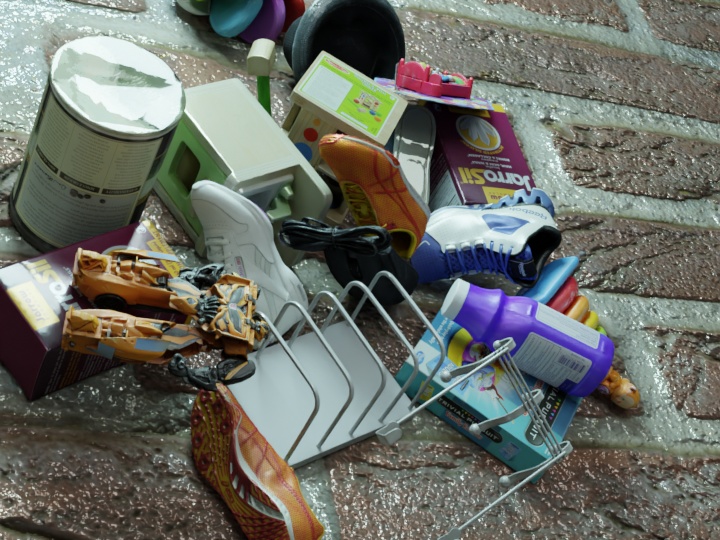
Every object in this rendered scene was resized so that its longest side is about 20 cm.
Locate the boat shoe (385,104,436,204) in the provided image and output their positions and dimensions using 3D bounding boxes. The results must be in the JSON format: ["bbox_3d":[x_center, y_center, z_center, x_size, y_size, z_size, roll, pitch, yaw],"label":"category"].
[{"bbox_3d":[0.047,-0.112,1.715,0.074,0.062,0.202,12,72,-11],"label":"boat shoe"}]

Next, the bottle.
[{"bbox_3d":[0.190,0.073,1.554,0.198,0.084,0.066,26,49,-5],"label":"bottle"}]

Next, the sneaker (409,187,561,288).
[{"bbox_3d":[0.157,-0.027,1.627,0.197,0.081,0.115,-19,35,-4],"label":"sneaker"}]

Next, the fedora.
[{"bbox_3d":[-0.034,-0.295,1.822,0.199,0.203,0.091,-15,26,-39],"label":"fedora"}]

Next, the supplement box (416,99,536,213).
[{"bbox_3d":[0.140,-0.122,1.770,0.130,0.104,0.201,5,48,-27],"label":"supplement box"}]

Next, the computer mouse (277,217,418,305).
[{"bbox_3d":[0.000,0.000,1.551,0.137,0.200,0.053,5,73,27],"label":"computer mouse"}]

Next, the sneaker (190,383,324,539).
[{"bbox_3d":[-0.108,0.201,1.353,0.077,0.073,0.201,7,47,-56],"label":"sneaker"}]

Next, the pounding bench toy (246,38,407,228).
[{"bbox_3d":[-0.073,-0.171,1.646,0.199,0.157,0.125,30,35,-3],"label":"pounding bench toy"}]

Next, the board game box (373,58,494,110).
[{"bbox_3d":[0.097,-0.246,1.741,0.156,0.039,0.200,11,13,0],"label":"board game box"}]

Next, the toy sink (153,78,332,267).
[{"bbox_3d":[-0.149,-0.100,1.560,0.111,0.131,0.200,-20,63,-41],"label":"toy sink"}]

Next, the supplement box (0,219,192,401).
[{"bbox_3d":[-0.276,0.037,1.384,0.199,0.086,0.111,-23,64,-42],"label":"supplement box"}]

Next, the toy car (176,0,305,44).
[{"bbox_3d":[-0.144,-0.383,1.838,0.200,0.174,0.151,-36,109,-47],"label":"toy car"}]

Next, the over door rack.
[{"bbox_3d":[0.117,0.184,1.445,0.199,0.066,0.149,-34,97,-27],"label":"over door rack"}]

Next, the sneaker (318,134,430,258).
[{"bbox_3d":[0.017,-0.083,1.537,0.200,0.072,0.078,45,57,-40],"label":"sneaker"}]

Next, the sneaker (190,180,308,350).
[{"bbox_3d":[-0.131,-0.004,1.467,0.100,0.074,0.201,-46,116,-33],"label":"sneaker"}]

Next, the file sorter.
[{"bbox_3d":[-0.027,0.099,1.443,0.199,0.125,0.139,-17,60,-41],"label":"file sorter"}]

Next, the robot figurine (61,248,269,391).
[{"bbox_3d":[-0.184,0.042,1.312,0.198,0.058,0.146,8,54,-11],"label":"robot figurine"}]

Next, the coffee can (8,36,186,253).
[{"bbox_3d":[-0.285,-0.127,1.451,0.145,0.201,0.147,16,44,-16],"label":"coffee can"}]

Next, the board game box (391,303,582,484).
[{"bbox_3d":[0.154,0.132,1.575,0.199,0.047,0.151,34,42,4],"label":"board game box"}]

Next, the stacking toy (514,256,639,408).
[{"bbox_3d":[0.268,0.096,1.654,0.200,0.116,0.110,48,51,-3],"label":"stacking toy"}]
